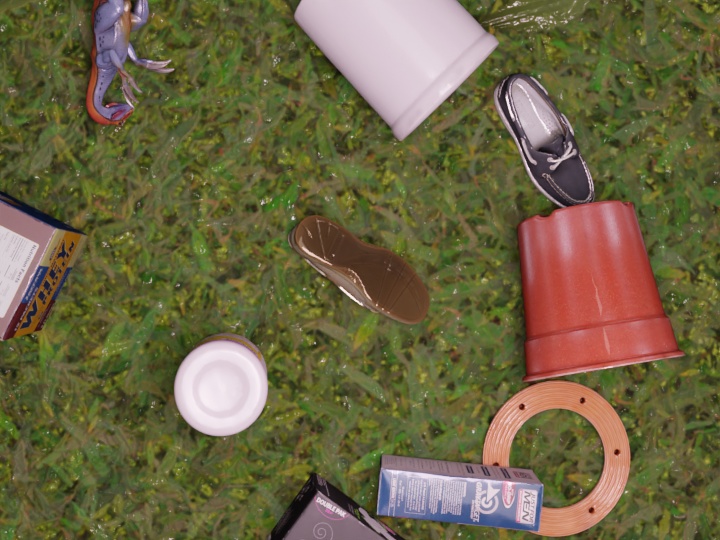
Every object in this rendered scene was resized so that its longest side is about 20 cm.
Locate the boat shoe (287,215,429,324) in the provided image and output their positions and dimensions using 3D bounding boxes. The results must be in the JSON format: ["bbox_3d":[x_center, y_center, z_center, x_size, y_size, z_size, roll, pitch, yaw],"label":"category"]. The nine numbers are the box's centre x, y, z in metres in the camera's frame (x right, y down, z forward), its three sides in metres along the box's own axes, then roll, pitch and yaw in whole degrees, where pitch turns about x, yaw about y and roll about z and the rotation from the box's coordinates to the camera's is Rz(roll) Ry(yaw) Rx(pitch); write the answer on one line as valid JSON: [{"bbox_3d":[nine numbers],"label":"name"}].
[{"bbox_3d":[-0.002,0.002,1.289,0.199,0.063,0.074,30,75,-12],"label":"boat shoe"}]

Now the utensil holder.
[{"bbox_3d":[0.042,-0.289,1.233,0.170,0.170,0.200,-43,93,-4],"label":"utensil holder"}]

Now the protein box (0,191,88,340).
[{"bbox_3d":[-0.447,-0.029,1.164,0.199,0.199,0.136,27,87,-5],"label":"protein box"}]

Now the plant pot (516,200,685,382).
[{"bbox_3d":[0.282,0.025,1.254,0.198,0.201,0.198,-8,82,-6],"label":"plant pot"}]

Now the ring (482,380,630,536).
[{"bbox_3d":[0.255,0.245,1.328,0.198,0.019,0.203,0,91,-5],"label":"ring"}]

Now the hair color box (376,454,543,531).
[{"bbox_3d":[0.120,0.275,1.261,0.198,0.100,0.061,5,90,2],"label":"hair color box"}]

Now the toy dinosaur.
[{"bbox_3d":[-0.297,-0.277,1.238,0.200,0.105,0.182,45,109,16],"label":"toy dinosaur"}]

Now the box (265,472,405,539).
[{"bbox_3d":[-0.018,0.375,1.246,0.199,0.124,0.149,36,87,-3],"label":"box"}]

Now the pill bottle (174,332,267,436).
[{"bbox_3d":[-0.161,0.129,1.193,0.103,0.200,0.106,0,90,-5],"label":"pill bottle"}]

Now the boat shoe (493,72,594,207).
[{"bbox_3d":[0.240,-0.163,1.306,0.075,0.060,0.201,-39,93,-5],"label":"boat shoe"}]
